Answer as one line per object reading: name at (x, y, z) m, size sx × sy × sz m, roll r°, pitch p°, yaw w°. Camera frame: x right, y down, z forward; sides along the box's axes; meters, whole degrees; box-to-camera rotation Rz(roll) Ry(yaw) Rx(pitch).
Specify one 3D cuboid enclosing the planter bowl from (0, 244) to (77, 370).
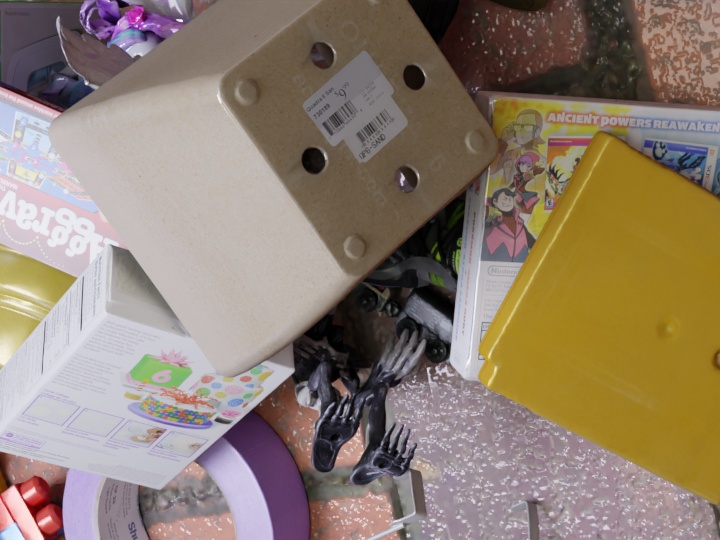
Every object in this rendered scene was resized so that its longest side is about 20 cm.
planter bowl at (-0.257, 0.070, 1.149) m, size 0.198 × 0.084 × 0.201 m, roll 16°, pitch 149°, yaw 10°

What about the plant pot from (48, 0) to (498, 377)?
plant pot at (-0.035, -0.075, 0.894) m, size 0.201 × 0.199 × 0.177 m, roll 55°, pitch 154°, yaw -12°

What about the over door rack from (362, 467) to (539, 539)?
over door rack at (0.022, 0.232, 1.069) m, size 0.200 × 0.147 × 0.067 m, roll -41°, pitch 50°, yaw 25°

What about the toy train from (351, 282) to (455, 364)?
toy train at (0.000, 0.000, 1.108) m, size 0.199 × 0.034 × 0.046 m, roll 35°, pitch 107°, yaw 16°

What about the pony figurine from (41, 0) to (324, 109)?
pony figurine at (-0.144, -0.152, 1.047) m, size 0.199 × 0.192 × 0.168 m, roll -32°, pitch 46°, yaw 47°

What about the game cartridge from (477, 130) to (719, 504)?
game cartridge at (0.192, 0.033, 0.945) m, size 0.199 × 0.032 × 0.177 m, roll 28°, pitch 96°, yaw -16°

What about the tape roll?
tape roll at (-0.143, 0.202, 1.192) m, size 0.198 × 0.066 × 0.203 m, roll 4°, pitch 100°, yaw 25°

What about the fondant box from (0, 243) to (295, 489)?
fondant box at (-0.157, 0.074, 1.030) m, size 0.200 × 0.143 × 0.059 m, roll -41°, pitch 41°, yaw 42°

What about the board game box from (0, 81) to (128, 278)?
board game box at (-0.229, -0.066, 1.009) m, size 0.198 × 0.019 × 0.104 m, roll 23°, pitch 104°, yaw 6°

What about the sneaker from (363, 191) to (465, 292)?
sneaker at (0.069, -0.018, 1.035) m, size 0.197 × 0.083 × 0.072 m, roll 5°, pitch 92°, yaw 17°

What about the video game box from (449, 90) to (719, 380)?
video game box at (0.163, -0.020, 0.962) m, size 0.198 × 0.047 × 0.184 m, roll 2°, pitch 104°, yaw -14°

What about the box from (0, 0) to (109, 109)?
box at (-0.280, -0.118, 1.129) m, size 0.096 × 0.200 × 0.179 m, roll 5°, pitch 100°, yaw 24°

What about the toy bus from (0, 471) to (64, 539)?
toy bus at (-0.347, 0.223, 1.265) m, size 0.191 × 0.136 × 0.201 m, roll -38°, pitch 79°, yaw 12°

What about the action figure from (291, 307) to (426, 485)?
action figure at (-0.013, 0.062, 1.052) m, size 0.118 × 0.201 × 0.102 m, roll 29°, pitch 109°, yaw -29°

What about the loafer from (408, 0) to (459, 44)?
loafer at (0.019, -0.163, 1.016) m, size 0.068 × 0.070 × 0.202 m, roll 34°, pitch 135°, yaw 15°

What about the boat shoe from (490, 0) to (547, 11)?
boat shoe at (0.058, -0.257, 1.018) m, size 0.199 × 0.073 × 0.065 m, roll 36°, pitch 72°, yaw 1°
